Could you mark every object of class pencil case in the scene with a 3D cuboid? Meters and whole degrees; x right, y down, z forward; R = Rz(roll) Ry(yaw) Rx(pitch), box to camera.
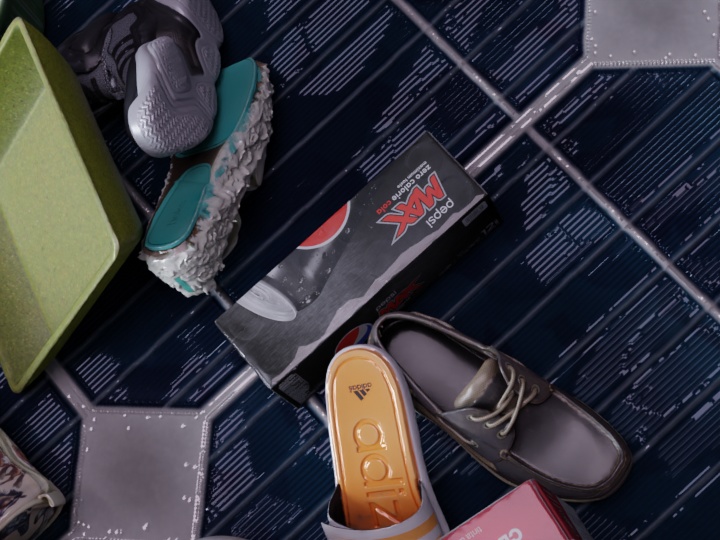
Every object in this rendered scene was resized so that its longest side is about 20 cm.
[{"bbox_3d":[-0.292,0.121,1.212,0.200,0.078,0.089,46,112,22],"label":"pencil case"}]

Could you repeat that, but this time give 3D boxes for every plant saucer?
[{"bbox_3d":[-0.227,-0.045,1.217,0.200,0.048,0.200,-48,60,44],"label":"plant saucer"}]

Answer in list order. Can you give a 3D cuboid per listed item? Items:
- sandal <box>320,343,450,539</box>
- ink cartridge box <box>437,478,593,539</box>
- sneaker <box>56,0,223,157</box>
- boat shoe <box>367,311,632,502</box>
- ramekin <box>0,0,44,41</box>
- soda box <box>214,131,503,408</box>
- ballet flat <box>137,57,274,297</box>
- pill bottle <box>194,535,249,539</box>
[{"bbox_3d":[0.008,0.153,1.103,0.079,0.059,0.207,-14,91,24],"label":"sandal"},{"bbox_3d":[0.137,0.238,1.024,0.083,0.146,0.200,-34,68,5],"label":"ink cartridge box"},{"bbox_3d":[-0.166,-0.133,1.230,0.114,0.076,0.200,-22,34,20],"label":"sneaker"},{"bbox_3d":[0.084,0.090,1.121,0.200,0.073,0.075,27,83,21],"label":"boat shoe"},{"bbox_3d":[-0.343,-0.196,1.308,0.200,0.098,0.200,-4,73,14],"label":"ramekin"},{"bbox_3d":[0.000,0.000,1.176,0.200,0.063,0.071,-42,68,0],"label":"soda box"},{"bbox_3d":[-0.104,-0.063,1.216,0.072,0.072,0.200,7,52,17],"label":"ballet flat"},{"bbox_3d":[-0.079,0.225,1.058,0.114,0.200,0.114,-4,74,14],"label":"pill bottle"}]
